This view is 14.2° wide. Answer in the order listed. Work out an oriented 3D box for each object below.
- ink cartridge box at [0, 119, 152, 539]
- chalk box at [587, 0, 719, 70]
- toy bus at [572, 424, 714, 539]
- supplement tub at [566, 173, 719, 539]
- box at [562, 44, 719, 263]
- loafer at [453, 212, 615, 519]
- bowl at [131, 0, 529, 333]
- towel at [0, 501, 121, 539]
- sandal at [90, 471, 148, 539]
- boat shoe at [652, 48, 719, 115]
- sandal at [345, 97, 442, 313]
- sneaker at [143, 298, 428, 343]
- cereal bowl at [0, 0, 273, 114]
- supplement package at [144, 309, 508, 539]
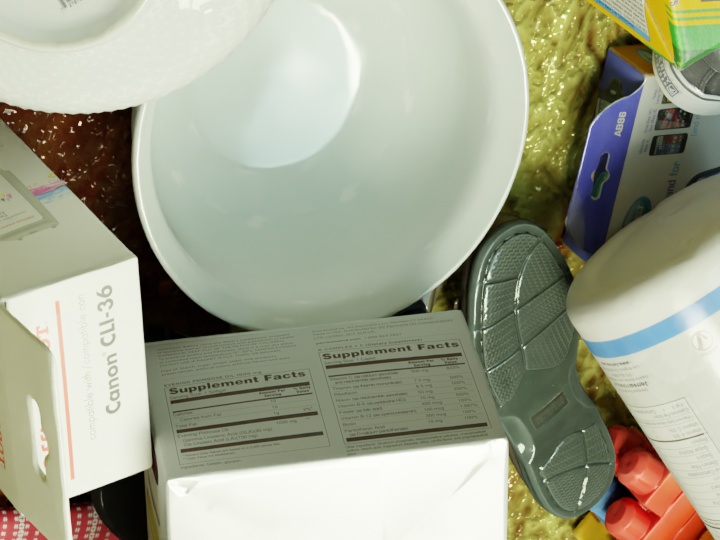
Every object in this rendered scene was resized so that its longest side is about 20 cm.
[{"bbox_3d":[-0.149,0.023,1.269,0.067,0.200,0.117,-19,128,-24],"label":"ink cartridge box"},{"bbox_3d":[0.192,-0.214,1.410,0.199,0.124,0.124,-28,131,-16],"label":"chalk box"},{"bbox_3d":[0.210,0.167,1.630,0.136,0.200,0.192,-49,127,5],"label":"toy bus"},{"bbox_3d":[0.209,0.061,1.495,0.132,0.132,0.200,-37,103,-9],"label":"supplement tub"},{"bbox_3d":[0.191,-0.065,1.567,0.199,0.041,0.120,-5,121,-30],"label":"box"},{"bbox_3d":[0.082,0.048,1.551,0.072,0.063,0.201,-33,129,-19],"label":"loafer"},{"bbox_3d":[-0.027,-0.078,1.356,0.200,0.090,0.202,-10,116,-21],"label":"bowl"},{"bbox_3d":[-0.151,0.181,1.497,0.199,0.022,0.145,0,116,-37],"label":"towel"},{"bbox_3d":[-0.051,0.134,1.494,0.200,0.045,0.075,30,80,-32],"label":"sandal"},{"bbox_3d":[0.245,-0.134,1.515,0.199,0.072,0.068,-14,169,-33],"label":"boat shoe"},{"bbox_3d":[0.000,0.000,1.462,0.081,0.055,0.201,17,107,-6],"label":"sandal"},{"bbox_3d":[-0.045,0.042,1.400,0.146,0.077,0.202,-42,112,14],"label":"sneaker"},{"bbox_3d":[-0.123,-0.151,1.191,0.199,0.083,0.201,1,117,2],"label":"cereal bowl"},{"bbox_3d":[-0.018,0.136,1.342,0.155,0.111,0.201,-6,122,-8],"label":"supplement package"}]
